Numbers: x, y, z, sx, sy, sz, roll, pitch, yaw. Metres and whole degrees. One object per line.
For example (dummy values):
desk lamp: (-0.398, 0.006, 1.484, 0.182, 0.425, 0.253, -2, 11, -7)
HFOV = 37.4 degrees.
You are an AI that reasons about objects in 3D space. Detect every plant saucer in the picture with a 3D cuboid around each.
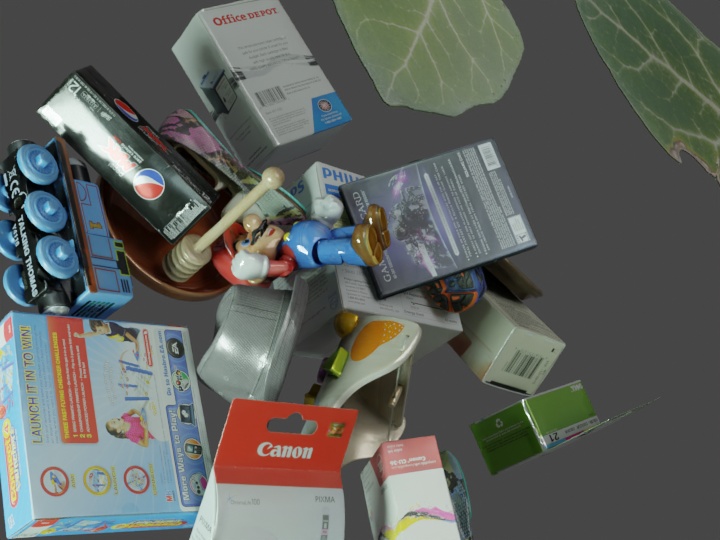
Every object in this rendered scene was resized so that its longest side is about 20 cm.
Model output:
plant saucer: (-0.214, -0.055, 1.214, 0.200, 0.032, 0.201, 27, 46, -31)
plant saucer: (0.161, -0.028, 1.409, 0.200, 0.029, 0.200, 43, 6, -6)

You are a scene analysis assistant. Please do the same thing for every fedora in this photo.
fedora: (-0.118, 0.085, 1.121, 0.090, 0.200, 0.178, 17, 62, -4)

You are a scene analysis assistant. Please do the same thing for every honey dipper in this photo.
honey dipper: (-0.140, -0.047, 1.099, 0.038, 0.200, 0.038, 24, 49, -31)

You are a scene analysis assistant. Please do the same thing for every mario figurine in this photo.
mario figurine: (-0.075, -0.039, 1.168, 0.123, 0.199, 0.107, 26, 56, -69)

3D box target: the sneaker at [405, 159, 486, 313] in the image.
sneaker: (0.096, -0.041, 1.302, 0.078, 0.075, 0.201, 4, 65, -60)

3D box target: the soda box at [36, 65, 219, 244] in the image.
soda box: (-0.246, -0.124, 1.140, 0.200, 0.063, 0.071, 46, 12, -10)

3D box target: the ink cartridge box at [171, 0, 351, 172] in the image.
ink cartridge box: (-0.127, -0.243, 1.383, 0.146, 0.086, 0.201, -26, 81, -43)

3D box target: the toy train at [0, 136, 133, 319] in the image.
toy train: (-0.305, -0.040, 1.075, 0.114, 0.087, 0.201, 12, 52, -51)

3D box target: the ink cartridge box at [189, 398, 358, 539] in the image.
ink cartridge box: (-0.080, 0.232, 1.036, 0.162, 0.201, 0.057, 11, 14, -40)

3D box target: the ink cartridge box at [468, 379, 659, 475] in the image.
ink cartridge box: (0.267, 0.187, 1.392, 0.147, 0.200, 0.076, -8, 68, -48)

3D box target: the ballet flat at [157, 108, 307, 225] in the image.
ballet flat: (-0.157, -0.103, 1.237, 0.200, 0.069, 0.071, 40, 68, -5)

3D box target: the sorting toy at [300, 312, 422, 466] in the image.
sorting toy: (-0.023, 0.161, 1.167, 0.106, 0.201, 0.180, 24, 54, 15)

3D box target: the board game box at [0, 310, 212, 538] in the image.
board game box: (-0.245, 0.147, 1.018, 0.195, 0.056, 0.201, 9, 57, -41)

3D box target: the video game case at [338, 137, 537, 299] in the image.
video game case: (0.090, -0.063, 1.244, 0.199, 0.019, 0.144, -18, 77, -10)

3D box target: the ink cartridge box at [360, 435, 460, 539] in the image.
ink cartridge box: (0.060, 0.297, 1.161, 0.067, 0.117, 0.201, -5, 63, -16)

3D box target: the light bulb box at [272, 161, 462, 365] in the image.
light bulb box: (0.000, 0.000, 1.316, 0.197, 0.125, 0.201, 14, 53, -39)

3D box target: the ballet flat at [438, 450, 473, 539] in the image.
ballet flat: (0.098, 0.307, 1.247, 0.074, 0.074, 0.201, 14, 50, -38)

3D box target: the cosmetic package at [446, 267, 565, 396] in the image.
cosmetic package: (0.161, 0.066, 1.390, 0.103, 0.088, 0.200, 19, 20, -36)
